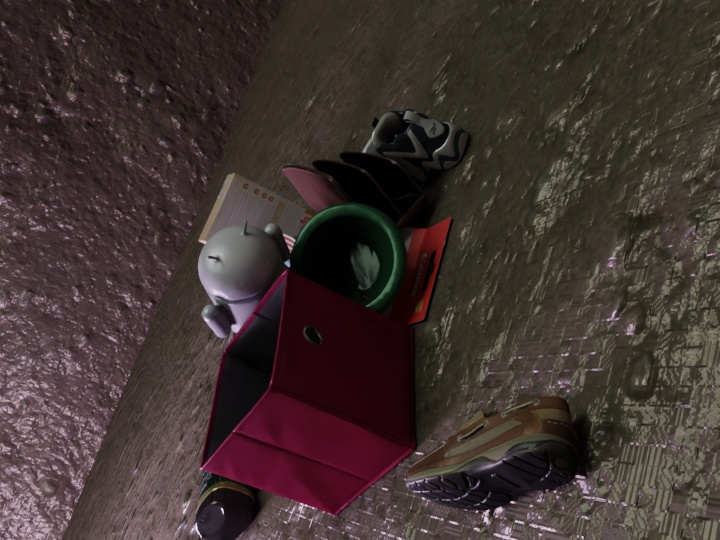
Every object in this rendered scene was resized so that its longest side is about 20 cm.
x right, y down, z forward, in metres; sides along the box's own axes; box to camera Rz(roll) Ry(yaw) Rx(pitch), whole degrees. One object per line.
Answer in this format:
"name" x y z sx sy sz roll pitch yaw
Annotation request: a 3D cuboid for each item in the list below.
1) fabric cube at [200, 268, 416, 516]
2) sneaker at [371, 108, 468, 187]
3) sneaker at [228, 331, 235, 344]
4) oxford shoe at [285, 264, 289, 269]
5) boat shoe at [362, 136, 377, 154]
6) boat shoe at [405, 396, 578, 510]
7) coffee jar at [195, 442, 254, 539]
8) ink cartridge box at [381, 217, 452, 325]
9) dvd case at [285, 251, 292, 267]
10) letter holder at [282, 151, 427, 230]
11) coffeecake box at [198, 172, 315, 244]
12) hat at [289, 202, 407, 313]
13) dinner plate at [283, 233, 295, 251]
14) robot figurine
"fabric cube" -0.063 0.159 1.037 0.200 0.198 0.197 -49 24 36
"sneaker" 0.058 -0.187 1.233 0.199 0.129 0.080 -17 49 63
"sneaker" -0.169 0.179 1.331 0.073 0.116 0.201 -27 51 0
"oxford shoe" -0.113 0.079 1.262 0.072 0.202 0.071 -18 21 0
"boat shoe" 0.019 -0.186 1.418 0.202 0.070 0.072 -57 25 28
"boat shoe" 0.124 0.170 0.756 0.199 0.075 0.074 -30 33 45
"coffee jar" -0.226 0.357 1.378 0.105 0.085 0.201 -54 23 27
"ink cartridge box" 0.043 0.010 1.167 0.200 0.050 0.162 -29 40 61
"dvd case" -0.077 -0.040 1.389 0.199 0.022 0.146 -33 2 -34
"letter holder" -0.017 -0.134 1.226 0.101 0.142 0.200 -47 27 -11
"coffeecake box" -0.213 -0.089 1.695 0.155 0.199 0.073 -66 20 -6
"hat" 0.000 0.000 1.185 0.176 0.198 0.167 21 -101 -67
"dinner plate" -0.178 0.025 1.602 0.198 0.024 0.202 -8 72 27
"robot figurine" -0.156 0.015 1.120 0.170 0.112 0.201 -58 -25 -26
